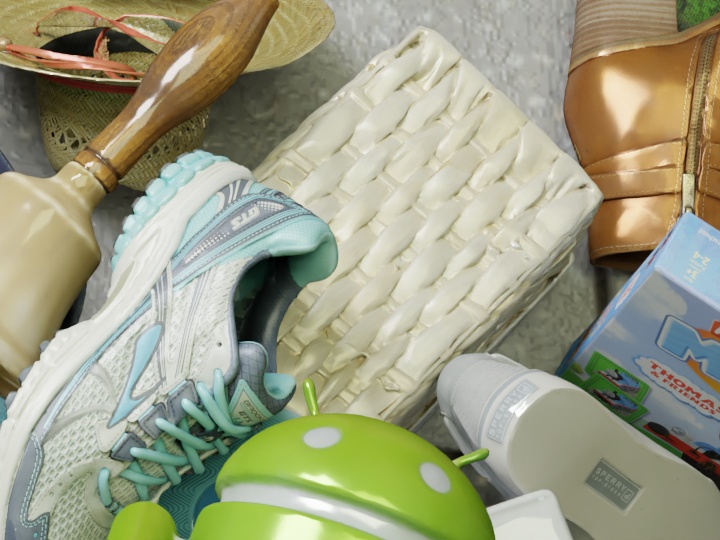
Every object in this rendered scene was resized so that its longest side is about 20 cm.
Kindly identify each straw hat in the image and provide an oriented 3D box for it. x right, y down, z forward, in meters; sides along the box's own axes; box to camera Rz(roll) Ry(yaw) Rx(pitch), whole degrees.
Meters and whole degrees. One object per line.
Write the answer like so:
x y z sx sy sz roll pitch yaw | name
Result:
-0.110 -0.081 1.284 0.201 0.201 0.085 -1 112 -11 | straw hat

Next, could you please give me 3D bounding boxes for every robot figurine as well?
-0.019 0.144 1.044 0.175 0.116 0.200 21 70 -2 | robot figurine

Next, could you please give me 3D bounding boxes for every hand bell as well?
-0.105 -0.047 1.147 0.104 0.104 0.200 41 77 4 | hand bell

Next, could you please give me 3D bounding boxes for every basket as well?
0.000 0.000 1.265 0.136 0.123 0.200 44 70 6 | basket

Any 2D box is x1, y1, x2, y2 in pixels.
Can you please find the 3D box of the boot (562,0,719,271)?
0.200 -0.071 1.348 0.200 0.074 0.155 -2 71 5 | boot

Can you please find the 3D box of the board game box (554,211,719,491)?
0.176 0.057 1.237 0.151 0.200 0.037 33 69 2 | board game box

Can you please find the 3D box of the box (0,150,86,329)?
-0.245 0.008 1.228 0.200 0.104 0.148 -34 80 -18 | box

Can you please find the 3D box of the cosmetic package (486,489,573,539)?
0.029 0.225 1.174 0.165 0.165 0.200 -17 75 -14 | cosmetic package

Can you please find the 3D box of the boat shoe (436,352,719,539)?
0.099 0.097 1.245 0.069 0.200 0.072 34 90 44 | boat shoe

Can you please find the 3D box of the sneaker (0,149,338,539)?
-0.078 0.047 1.100 0.086 0.078 0.200 21 76 26 | sneaker

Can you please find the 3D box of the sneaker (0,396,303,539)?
-0.071 0.090 1.204 0.200 0.131 0.080 6 87 22 | sneaker

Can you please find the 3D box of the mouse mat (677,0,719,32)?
0.244 -0.089 1.402 0.161 0.008 0.200 -11 75 -14 | mouse mat
